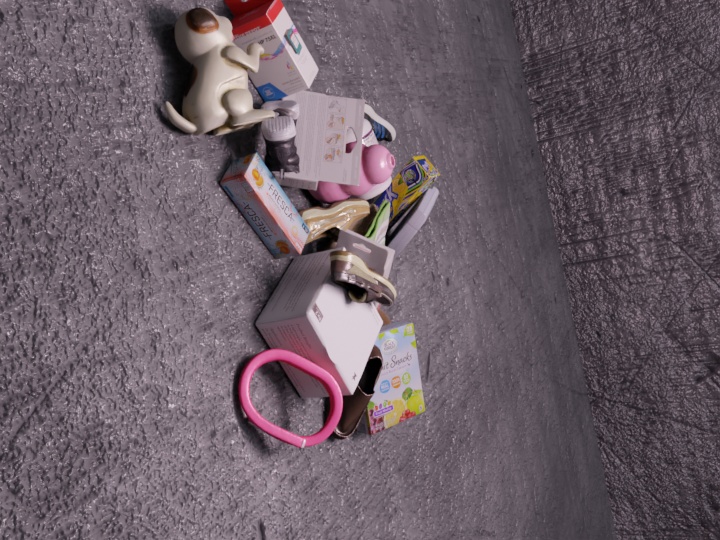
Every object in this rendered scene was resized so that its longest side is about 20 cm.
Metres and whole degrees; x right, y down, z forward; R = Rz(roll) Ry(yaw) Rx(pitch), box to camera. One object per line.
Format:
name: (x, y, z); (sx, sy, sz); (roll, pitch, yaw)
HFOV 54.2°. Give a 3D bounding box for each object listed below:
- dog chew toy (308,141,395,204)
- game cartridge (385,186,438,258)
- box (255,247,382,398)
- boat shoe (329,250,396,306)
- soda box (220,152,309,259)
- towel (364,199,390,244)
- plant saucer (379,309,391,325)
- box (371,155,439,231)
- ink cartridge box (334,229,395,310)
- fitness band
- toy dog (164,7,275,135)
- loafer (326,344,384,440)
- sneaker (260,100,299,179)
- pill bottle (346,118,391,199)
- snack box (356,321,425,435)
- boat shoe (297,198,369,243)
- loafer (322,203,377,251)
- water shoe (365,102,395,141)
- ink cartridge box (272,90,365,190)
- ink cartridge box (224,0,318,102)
dog chew toy: (-0.020, -0.209, 1.465); (0.124, 0.195, 0.129); (22, 65, -59)
game cartridge: (0.110, -0.099, 1.678); (0.041, 0.201, 0.135); (33, 42, -7)
box: (-0.073, 0.102, 1.359); (0.202, 0.128, 0.202); (62, 35, -28)
boat shoe: (0.000, 0.030, 1.318); (0.199, 0.072, 0.067); (37, 62, -46)
soda box: (-0.175, -0.117, 1.312); (0.202, 0.062, 0.070); (57, 38, -35)
towel: (0.032, -0.036, 1.577); (0.151, 0.030, 0.204); (-65, 167, -45)
plant saucer: (0.034, 0.176, 1.620); (0.198, 0.029, 0.207); (23, 63, -56)
box: (0.092, -0.174, 1.650); (0.065, 0.200, 0.070); (48, 30, 11)
ink cartridge box: (0.000, 0.000, 1.434); (0.068, 0.114, 0.204); (-56, 166, -48)
fitness band: (-0.123, 0.225, 1.243); (0.197, 0.037, 0.147); (29, 72, -14)
toy dog: (-0.255, -0.340, 1.199); (0.189, 0.139, 0.206); (-15, 97, -23)
loafer: (-0.011, 0.245, 1.419); (0.071, 0.071, 0.205); (22, 87, -16)
sneaker: (-0.151, -0.248, 1.334); (0.202, 0.073, 0.117); (-95, -177, -60)
pill bottle: (-0.012, -0.270, 1.587); (0.204, 0.110, 0.113); (65, 34, -23)
snack box: (0.052, 0.231, 1.536); (0.166, 0.067, 0.207); (-14, 97, -39)
boat shoe: (-0.053, -0.094, 1.460); (0.196, 0.072, 0.078); (-18, 75, -35)
loafer: (-0.014, -0.078, 1.558); (0.068, 0.075, 0.200); (53, 47, -11)
water shoe: (0.016, -0.346, 1.720); (0.199, 0.070, 0.081); (26, 87, -56)
ink cartridge box: (-0.083, -0.261, 1.419); (0.045, 0.170, 0.206); (116, -20, -67)
ink cartridge box: (-0.180, -0.434, 1.343); (0.202, 0.113, 0.068); (56, 39, -33)
